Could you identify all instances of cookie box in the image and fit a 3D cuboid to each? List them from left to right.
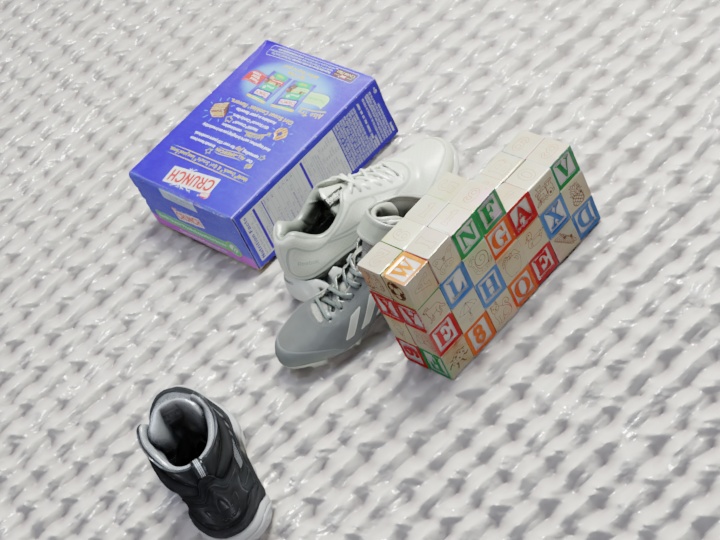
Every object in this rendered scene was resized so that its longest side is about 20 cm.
[{"bbox_3d":[-0.093,-0.113,1.857,0.200,0.075,0.171,-45,42,-19],"label":"cookie box"}]

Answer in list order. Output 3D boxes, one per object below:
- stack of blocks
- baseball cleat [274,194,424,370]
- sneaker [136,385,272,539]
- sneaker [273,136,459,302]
[{"bbox_3d":[0.100,-0.024,1.612,0.200,0.116,0.058,-45,42,-20],"label":"stack of blocks"},{"bbox_3d":[0.000,0.000,1.653,0.199,0.107,0.070,-34,44,-3],"label":"baseball cleat"},{"bbox_3d":[-0.139,0.131,1.589,0.075,0.114,0.200,-32,39,-5],"label":"sneaker"},{"bbox_3d":[0.006,-0.059,1.736,0.200,0.081,0.075,-40,38,-16],"label":"sneaker"}]
